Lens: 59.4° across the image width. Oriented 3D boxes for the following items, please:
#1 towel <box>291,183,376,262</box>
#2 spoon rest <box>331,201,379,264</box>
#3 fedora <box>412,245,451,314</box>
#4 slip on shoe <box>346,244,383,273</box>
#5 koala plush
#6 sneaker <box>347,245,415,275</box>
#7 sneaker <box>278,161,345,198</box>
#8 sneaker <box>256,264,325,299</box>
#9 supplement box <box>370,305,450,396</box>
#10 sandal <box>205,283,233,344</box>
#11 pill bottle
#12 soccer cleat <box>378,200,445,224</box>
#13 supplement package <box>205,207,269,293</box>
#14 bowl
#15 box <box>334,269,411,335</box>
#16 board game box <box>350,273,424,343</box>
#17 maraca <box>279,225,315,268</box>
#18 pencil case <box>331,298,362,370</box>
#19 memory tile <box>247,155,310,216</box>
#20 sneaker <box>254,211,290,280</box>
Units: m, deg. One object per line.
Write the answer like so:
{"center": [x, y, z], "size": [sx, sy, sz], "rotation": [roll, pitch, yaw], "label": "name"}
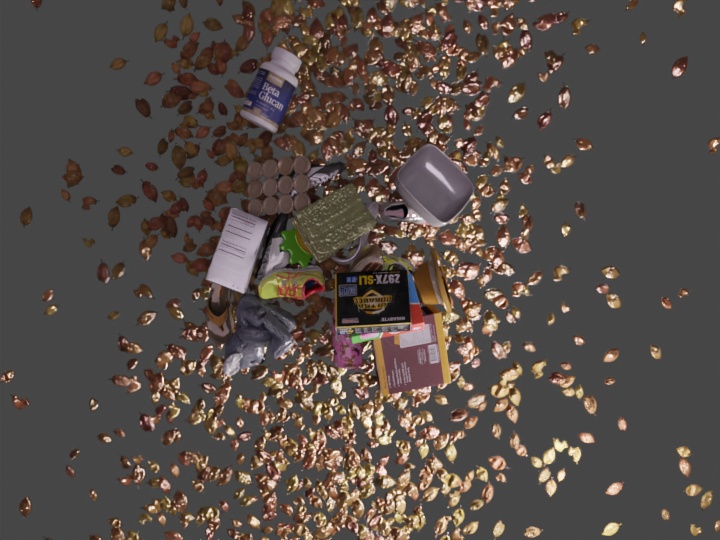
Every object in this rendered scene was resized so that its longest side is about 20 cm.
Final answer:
{"center": [-0.070, -0.128, 1.665], "size": [0.198, 0.037, 0.150], "rotation": [-33, 86, -11], "label": "towel"}
{"center": [-0.002, -0.100, 1.740], "size": [0.060, 0.099, 0.202], "rotation": [31, 86, 18], "label": "spoon rest"}
{"center": [0.192, 0.033, 1.726], "size": [0.080, 0.201, 0.205], "rotation": [-16, 97, 10], "label": "fedora"}
{"center": [0.000, 0.000, 1.730], "size": [0.074, 0.200, 0.062], "rotation": [11, 56, -22], "label": "slip on shoe"}
{"center": [-0.300, 0.186, 1.719], "size": [0.183, 0.178, 0.201], "rotation": [38, 103, -13], "label": "koala plush"}
{"center": [0.061, -0.022, 1.766], "size": [0.195, 0.076, 0.077], "rotation": [12, 97, -2], "label": "sneaker"}
{"center": [-0.140, -0.269, 1.735], "size": [0.196, 0.067, 0.092], "rotation": [-24, 99, 1], "label": "sneaker"}
{"center": [-0.184, 0.043, 1.722], "size": [0.196, 0.091, 0.079], "rotation": [-15, 130, -17], "label": "sneaker"}
{"center": [0.132, 0.221, 1.765], "size": [0.195, 0.133, 0.202], "rotation": [-10, 96, -3], "label": "supplement box"}
{"center": [-0.393, 0.107, 1.760], "size": [0.078, 0.054, 0.205], "rotation": [3, 95, -5], "label": "sandal"}
{"center": [-0.234, -0.483, 1.686], "size": [0.109, 0.111, 0.203], "rotation": [25, 93, -5], "label": "pill bottle"}
{"center": [0.149, -0.162, 1.754], "size": [0.195, 0.085, 0.070], "rotation": [1, 95, -3], "label": "soccer cleat"}
{"center": [-0.330, -0.050, 1.707], "size": [0.107, 0.114, 0.204], "rotation": [20, 83, -5], "label": "supplement package"}
{"center": [0.194, -0.222, 1.721], "size": [0.200, 0.075, 0.200], "rotation": [44, 57, 1], "label": "bowl"}
{"center": [0.031, 0.081, 1.648], "size": [0.195, 0.050, 0.163], "rotation": [-3, 57, 2], "label": "box"}
{"center": [0.059, 0.100, 1.687], "size": [0.195, 0.041, 0.156], "rotation": [-11, 59, -3], "label": "board game box"}
{"center": [-0.128, -0.096, 1.723], "size": [0.199, 0.107, 0.138], "rotation": [-36, 93, -17], "label": "maraca"}
{"center": [-0.035, 0.175, 1.778], "size": [0.081, 0.086, 0.205], "rotation": [-3, 97, -34], "label": "pencil case"}
{"center": [-0.223, -0.229, 1.714], "size": [0.196, 0.017, 0.157], "rotation": [-3, 88, 23], "label": "memory tile"}
{"center": [-0.223, -0.062, 1.753], "size": [0.087, 0.074, 0.204], "rotation": [17, 99, -17], "label": "sneaker"}
